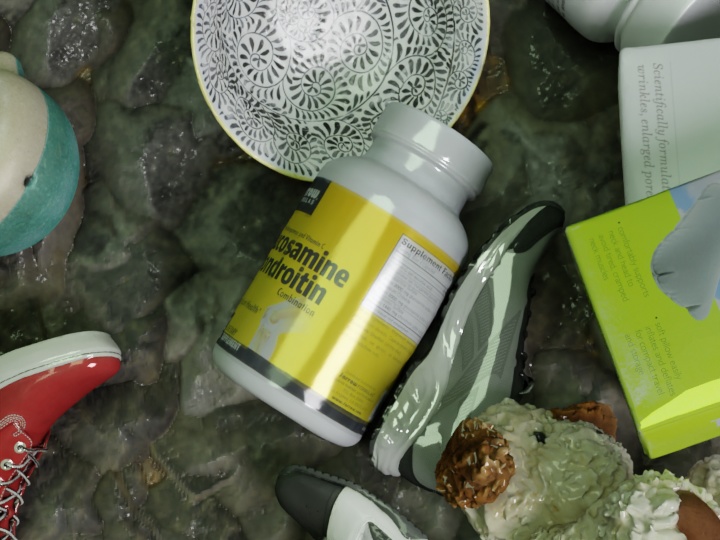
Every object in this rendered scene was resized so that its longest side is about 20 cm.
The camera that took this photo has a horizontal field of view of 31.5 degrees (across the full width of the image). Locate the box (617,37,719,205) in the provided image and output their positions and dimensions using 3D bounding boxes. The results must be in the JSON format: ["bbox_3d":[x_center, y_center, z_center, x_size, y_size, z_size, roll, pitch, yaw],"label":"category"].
[{"bbox_3d":[0.256,-0.025,0.745,0.197,0.131,0.202,-4,73,13],"label":"box"}]

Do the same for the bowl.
[{"bbox_3d":[-0.020,-0.169,0.860,0.198,0.094,0.204,-4,111,-11],"label":"bowl"}]

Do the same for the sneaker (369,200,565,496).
[{"bbox_3d":[0.081,0.049,0.807,0.079,0.074,0.202,28,87,9],"label":"sneaker"}]

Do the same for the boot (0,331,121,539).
[{"bbox_3d":[-0.229,0.139,0.856,0.198,0.072,0.146,-29,69,13],"label":"boot"}]

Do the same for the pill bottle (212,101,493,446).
[{"bbox_3d":[0.000,0.000,0.809,0.111,0.112,0.202,29,85,20],"label":"pill bottle"}]

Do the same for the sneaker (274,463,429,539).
[{"bbox_3d":[0.012,0.196,0.766,0.199,0.074,0.089,34,71,21],"label":"sneaker"}]

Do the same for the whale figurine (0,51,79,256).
[{"bbox_3d":[-0.281,-0.080,0.929,0.199,0.103,0.161,18,79,43],"label":"whale figurine"}]

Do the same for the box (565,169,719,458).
[{"bbox_3d":[0.217,0.003,0.645,0.198,0.048,0.123,-21,61,8],"label":"box"}]

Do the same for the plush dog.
[{"bbox_3d":[0.124,0.145,0.721,0.172,0.199,0.161,45,110,26],"label":"plush dog"}]

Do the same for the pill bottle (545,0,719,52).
[{"bbox_3d":[0.156,-0.224,0.838,0.113,0.113,0.200,-41,69,0],"label":"pill bottle"}]
